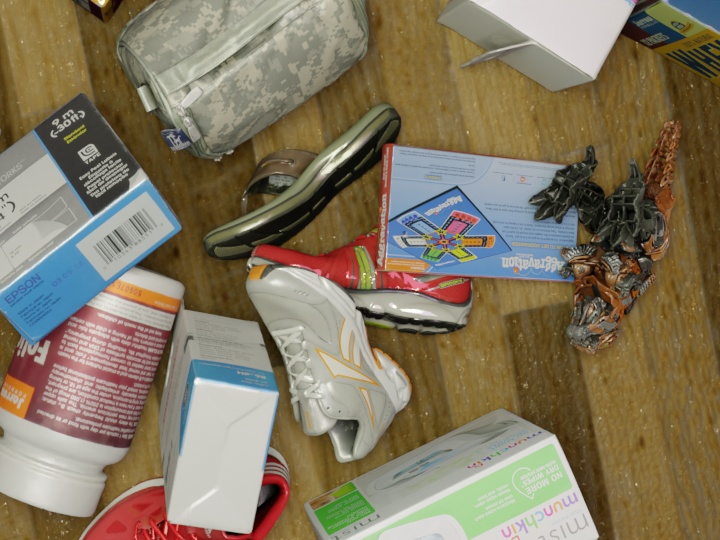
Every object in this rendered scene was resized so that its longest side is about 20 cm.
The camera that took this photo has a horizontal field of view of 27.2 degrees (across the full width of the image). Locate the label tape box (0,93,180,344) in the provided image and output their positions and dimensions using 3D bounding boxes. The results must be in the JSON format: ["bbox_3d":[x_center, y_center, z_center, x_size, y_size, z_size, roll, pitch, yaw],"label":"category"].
[{"bbox_3d":[-0.245,-0.059,1.150,0.144,0.200,0.063,-38,137,-4],"label":"label tape box"}]

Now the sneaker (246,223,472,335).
[{"bbox_3d":[0.000,0.000,1.264,0.198,0.077,0.086,12,72,-14],"label":"sneaker"}]

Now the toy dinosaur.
[{"bbox_3d":[0.219,-0.035,1.273,0.136,0.101,0.202,38,56,-48],"label":"toy dinosaur"}]

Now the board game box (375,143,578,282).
[{"bbox_3d":[0.103,-0.046,1.256,0.198,0.019,0.104,4,89,-32],"label":"board game box"}]

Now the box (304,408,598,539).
[{"bbox_3d":[0.068,0.207,1.216,0.198,0.176,0.098,-25,95,-6],"label":"box"}]

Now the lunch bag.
[{"bbox_3d":[-0.094,-0.185,1.188,0.199,0.168,0.140,-36,95,-5],"label":"lunch bag"}]

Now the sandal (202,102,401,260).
[{"bbox_3d":[-0.053,-0.078,1.251,0.200,0.080,0.057,-40,78,-11],"label":"sandal"}]

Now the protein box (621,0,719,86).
[{"bbox_3d":[0.356,-0.261,1.268,0.197,0.135,0.202,26,87,-8],"label":"protein box"}]

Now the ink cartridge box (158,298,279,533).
[{"bbox_3d":[-0.115,0.106,1.168,0.066,0.200,0.117,9,105,-12],"label":"ink cartridge box"}]

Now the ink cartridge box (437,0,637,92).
[{"bbox_3d":[0.162,-0.248,1.245,0.124,0.129,0.201,29,88,-8],"label":"ink cartridge box"}]

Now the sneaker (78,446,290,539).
[{"bbox_3d":[-0.147,0.206,1.214,0.199,0.116,0.079,-32,95,-7],"label":"sneaker"}]

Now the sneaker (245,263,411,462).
[{"bbox_3d":[-0.033,0.079,1.204,0.200,0.075,0.092,50,54,-32],"label":"sneaker"}]

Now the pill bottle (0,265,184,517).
[{"bbox_3d":[-0.226,0.087,1.202,0.113,0.114,0.202,20,88,-8],"label":"pill bottle"}]

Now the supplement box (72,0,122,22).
[{"bbox_3d":[-0.200,-0.320,1.211,0.110,0.086,0.201,32,86,-7],"label":"supplement box"}]
